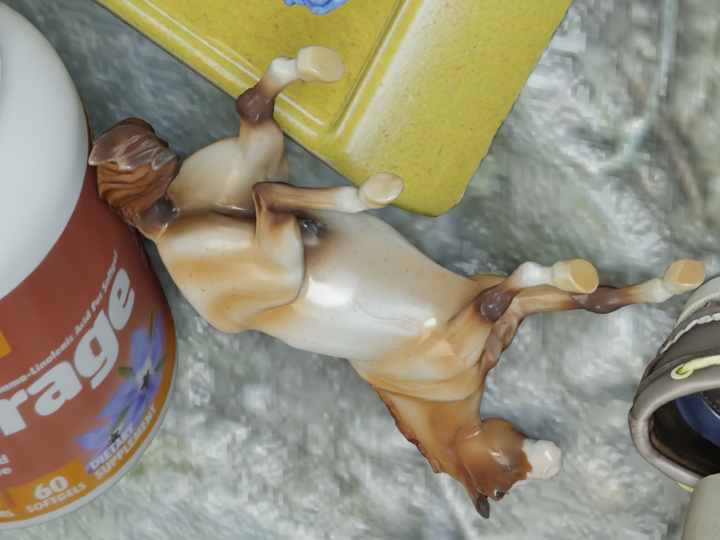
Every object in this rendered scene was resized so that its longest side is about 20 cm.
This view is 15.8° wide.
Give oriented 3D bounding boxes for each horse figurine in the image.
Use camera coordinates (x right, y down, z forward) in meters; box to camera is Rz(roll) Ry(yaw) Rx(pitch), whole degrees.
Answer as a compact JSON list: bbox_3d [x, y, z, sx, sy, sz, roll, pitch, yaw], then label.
[{"bbox_3d":[0.000,0.000,0.751,0.199,0.050,0.132,26,150,-24],"label":"horse figurine"}]

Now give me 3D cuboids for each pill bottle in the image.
[{"bbox_3d":[-0.126,-0.012,0.762,0.112,0.113,0.200,18,156,19],"label":"pill bottle"}]

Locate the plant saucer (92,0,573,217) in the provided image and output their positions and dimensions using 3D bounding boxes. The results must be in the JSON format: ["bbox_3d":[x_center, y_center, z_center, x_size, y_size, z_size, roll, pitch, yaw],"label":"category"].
[{"bbox_3d":[-0.027,-0.128,0.731,0.200,0.048,0.200,35,129,7],"label":"plant saucer"}]

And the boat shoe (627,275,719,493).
[{"bbox_3d":[0.173,0.053,0.716,0.199,0.060,0.072,15,124,21],"label":"boat shoe"}]

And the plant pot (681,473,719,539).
[{"bbox_3d":[0.180,0.176,0.650,0.199,0.177,0.200,-9,122,33],"label":"plant pot"}]

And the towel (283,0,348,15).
[{"bbox_3d":[-0.006,-0.183,0.654,0.144,0.024,0.201,-30,90,15],"label":"towel"}]
